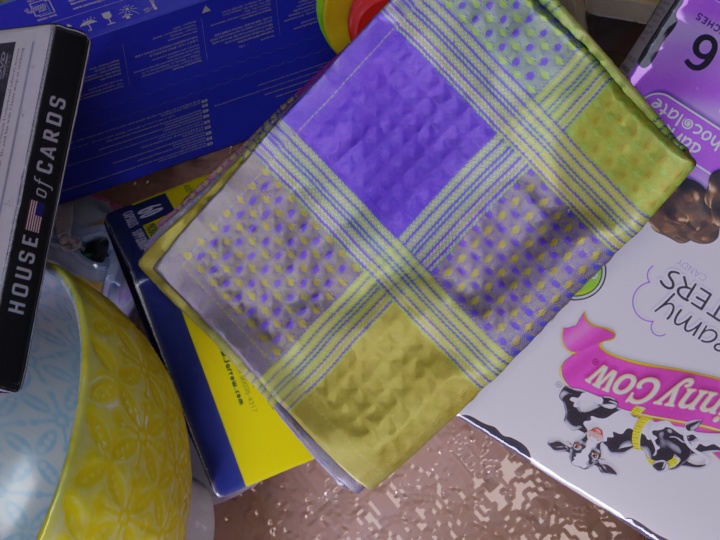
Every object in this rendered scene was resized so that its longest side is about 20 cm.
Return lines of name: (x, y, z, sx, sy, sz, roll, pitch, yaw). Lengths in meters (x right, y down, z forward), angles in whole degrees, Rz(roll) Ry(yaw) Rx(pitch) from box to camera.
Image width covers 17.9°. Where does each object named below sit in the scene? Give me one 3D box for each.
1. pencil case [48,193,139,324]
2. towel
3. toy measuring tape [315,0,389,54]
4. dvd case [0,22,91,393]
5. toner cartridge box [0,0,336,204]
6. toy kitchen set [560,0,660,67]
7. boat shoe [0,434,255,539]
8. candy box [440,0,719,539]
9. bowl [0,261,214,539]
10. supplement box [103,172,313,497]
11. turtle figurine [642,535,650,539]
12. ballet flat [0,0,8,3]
pencil case: (-0.196, -0.019, 1.108, 0.199, 0.091, 0.084, 17, 89, 11)
towel: (0.020, -0.023, 0.911, 0.200, 0.023, 0.144, -43, 78, 12)
toy measuring tape: (0.028, -0.150, 0.983, 0.073, 0.074, 0.201, 32, 123, 11)
dvd case: (-0.194, -0.027, 0.989, 0.199, 0.025, 0.152, 1, 78, 48)
toner cartridge box: (-0.075, -0.102, 1.057, 0.199, 0.095, 0.043, -19, 50, -14)
toy kitchen set: (0.139, -0.157, 1.082, 0.199, 0.180, 0.164, 17, 131, 42)
boat shoe: (-0.132, 0.104, 1.099, 0.201, 0.086, 0.075, -18, 77, -21)
candy box: (0.148, 0.009, 0.941, 0.167, 0.072, 0.201, 32, 98, -2)
bowl: (-0.126, 0.108, 0.961, 0.107, 0.200, 0.201, 26, 90, -29)
supplement box: (0.000, 0.000, 1.025, 0.199, 0.109, 0.110, -22, 110, -8)
turtle figurine: (0.134, 0.169, 1.049, 0.199, 0.064, 0.162, 21, 89, 11)
ballet flat: (-0.179, -0.155, 1.129, 0.200, 0.072, 0.072, -39, 81, 6)
